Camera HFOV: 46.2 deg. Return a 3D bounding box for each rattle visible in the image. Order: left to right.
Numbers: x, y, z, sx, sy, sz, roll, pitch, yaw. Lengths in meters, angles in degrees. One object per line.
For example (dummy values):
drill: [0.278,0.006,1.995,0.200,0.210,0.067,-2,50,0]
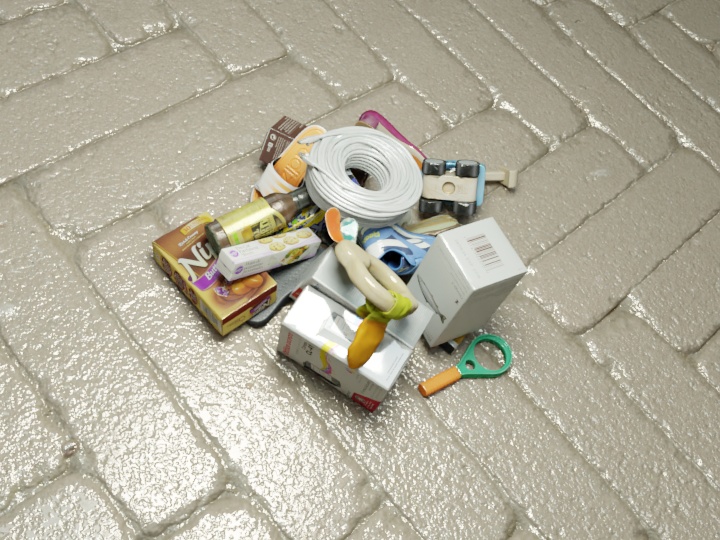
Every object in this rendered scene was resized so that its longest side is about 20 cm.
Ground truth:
rattle: [-0.017,0.023,1.300,0.200,0.143,0.130,44,34,12]

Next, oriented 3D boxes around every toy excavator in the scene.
toy excavator: [0.215,-0.182,1.676,0.194,0.100,0.200,5,20,8]

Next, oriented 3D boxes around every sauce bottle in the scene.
sauce bottle: [-0.162,-0.092,1.423,0.200,0.065,0.065,-28,69,-17]

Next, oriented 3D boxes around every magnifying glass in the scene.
magnifying glass: [0.187,0.171,1.492,0.200,0.022,0.080,-23,68,-27]

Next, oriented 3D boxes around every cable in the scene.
cable: [0.004,-0.159,1.439,0.200,0.069,0.200,-25,68,-35]

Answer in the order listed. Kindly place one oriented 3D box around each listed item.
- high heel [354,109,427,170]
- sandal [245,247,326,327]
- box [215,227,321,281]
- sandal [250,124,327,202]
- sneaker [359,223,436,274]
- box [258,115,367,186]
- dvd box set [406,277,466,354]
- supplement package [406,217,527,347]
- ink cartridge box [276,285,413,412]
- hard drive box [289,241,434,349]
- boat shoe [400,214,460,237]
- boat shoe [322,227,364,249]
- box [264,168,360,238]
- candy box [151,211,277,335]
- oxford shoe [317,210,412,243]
high heel: [0.079,-0.253,1.717,0.200,0.067,0.096,32,32,2]
sandal: [-0.132,0.025,1.481,0.200,0.043,0.076,-38,68,-23]
box: [-0.151,-0.029,1.417,0.200,0.039,0.041,-17,52,-45]
sandal: [-0.134,-0.177,1.525,0.079,0.059,0.207,35,98,1]
sneaker: [0.084,-0.024,1.490,0.200,0.074,0.082,17,49,-30]
box: [-0.081,-0.211,1.604,0.200,0.075,0.100,25,27,1]
dvd box set: [0.166,0.042,1.562,0.146,0.029,0.200,39,55,9]
supplement package: [0.170,0.023,1.431,0.117,0.200,0.117,-18,65,-28]
ink cartridge box: [-0.030,0.130,1.371,0.200,0.148,0.086,31,66,5]
hard drive box: [-0.001,0.055,1.397,0.200,0.156,0.077,36,69,-6]
boat shoe: [0.089,-0.058,1.580,0.199,0.072,0.076,-13,41,-13]
boat shoe: [0.000,0.000,1.498,0.057,0.069,0.200,-28,83,-39]
box: [-0.092,-0.106,1.507,0.200,0.070,0.064,-29,67,-4]
candy box: [-0.248,0.001,1.427,0.117,0.057,0.200,-34,64,-28]
oxford shoe: [0.014,-0.094,1.587,0.199,0.058,0.075,-12,61,-25]
